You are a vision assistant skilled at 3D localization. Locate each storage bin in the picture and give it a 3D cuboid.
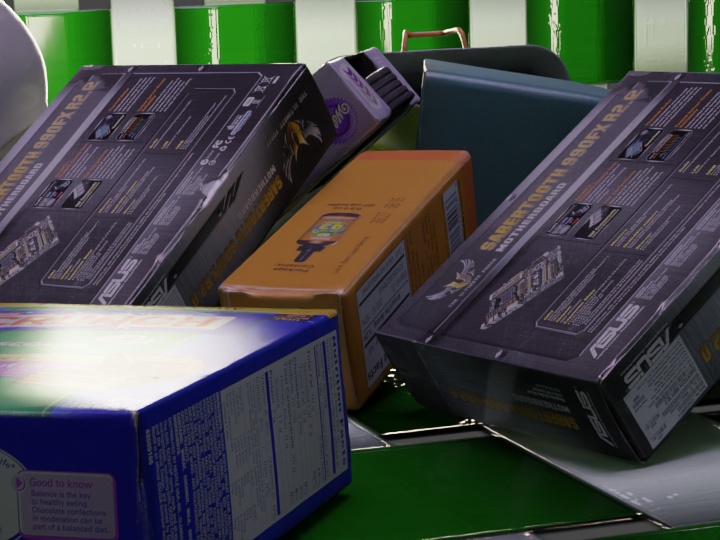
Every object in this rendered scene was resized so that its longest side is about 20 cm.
[{"bbox_3d":[0.049,-0.108,1.572,0.199,0.147,0.134,-5,-1,-11],"label":"storage bin"}]

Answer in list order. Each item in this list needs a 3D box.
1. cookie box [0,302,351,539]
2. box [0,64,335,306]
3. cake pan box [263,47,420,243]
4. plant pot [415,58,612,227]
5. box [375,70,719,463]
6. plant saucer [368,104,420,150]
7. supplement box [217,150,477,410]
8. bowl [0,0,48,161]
[{"bbox_3d":[-0.113,0.063,0.735,0.170,0.076,0.200,0,8,17],"label":"cookie box"},{"bbox_3d":[-0.127,-0.027,1.049,0.158,0.048,0.200,2,43,34],"label":"box"},{"bbox_3d":[-0.055,-0.053,1.217,0.200,0.052,0.184,-42,2,11],"label":"cake pan box"},{"bbox_3d":[0.128,-0.041,1.198,0.198,0.142,0.141,5,9,0],"label":"plant pot"},{"bbox_3d":[0.124,-0.010,0.922,0.200,0.048,0.158,-45,28,-23],"label":"box"},{"bbox_3d":[0.042,-0.059,1.376,0.199,0.031,0.200,29,-12,7],"label":"plant saucer"},{"bbox_3d":[0.000,0.000,1.032,0.066,0.069,0.200,1,21,22],"label":"supplement box"},{"bbox_3d":[-0.250,-0.044,1.130,0.074,0.200,0.200,34,30,1],"label":"bowl"}]
